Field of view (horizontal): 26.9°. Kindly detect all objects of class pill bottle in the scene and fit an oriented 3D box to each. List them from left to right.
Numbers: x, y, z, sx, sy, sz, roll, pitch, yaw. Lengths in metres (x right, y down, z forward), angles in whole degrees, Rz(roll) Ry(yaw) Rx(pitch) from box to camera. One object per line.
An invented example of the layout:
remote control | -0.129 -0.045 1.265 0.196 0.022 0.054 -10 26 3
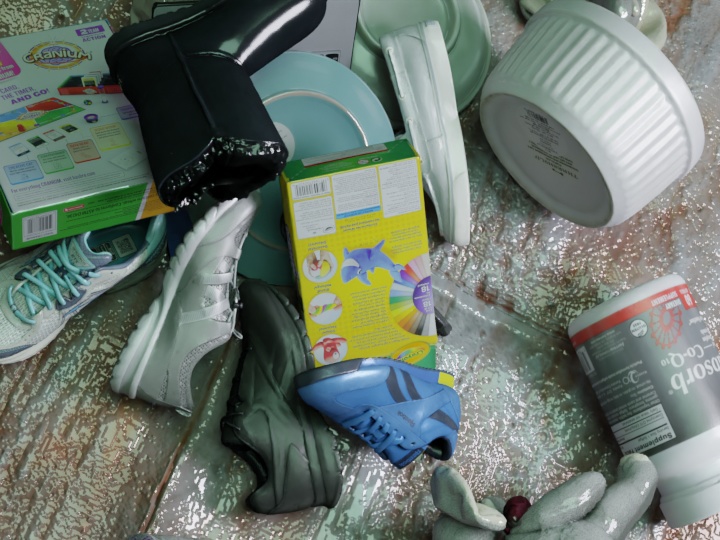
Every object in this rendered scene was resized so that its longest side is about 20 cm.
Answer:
pill bottle | 0.273 0.115 1.327 0.115 0.116 0.202 -20 80 -23

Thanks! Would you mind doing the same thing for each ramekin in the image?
ramekin | 0.197 -0.132 1.346 0.105 0.200 0.200 -43 89 -16

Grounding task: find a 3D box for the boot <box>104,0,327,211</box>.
boot | -0.090 -0.142 1.187 0.198 0.077 0.169 -22 59 -12

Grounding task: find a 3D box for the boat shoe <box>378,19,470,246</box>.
boat shoe | 0.057 -0.118 1.345 0.068 0.072 0.203 -10 104 4

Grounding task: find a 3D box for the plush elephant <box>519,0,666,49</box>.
plush elephant | 0.239 -0.289 1.432 0.162 0.200 0.157 4 93 -3

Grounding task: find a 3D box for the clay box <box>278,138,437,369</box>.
clay box | 0.000 0.000 1.257 0.113 0.048 0.202 -11 117 -10

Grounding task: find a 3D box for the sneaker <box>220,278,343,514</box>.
sneaker | -0.078 0.104 1.239 0.090 0.076 0.202 -12 75 -15

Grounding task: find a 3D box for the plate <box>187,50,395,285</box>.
plate | -0.056 -0.085 1.287 0.197 0.026 0.203 -4 101 -21

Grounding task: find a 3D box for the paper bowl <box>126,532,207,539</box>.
paper bowl | -0.126 0.295 1.085 0.103 0.200 0.203 9 69 -22

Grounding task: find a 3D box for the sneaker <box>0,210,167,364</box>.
sneaker | -0.240 -0.001 1.209 0.199 0.086 0.078 -37 86 -25

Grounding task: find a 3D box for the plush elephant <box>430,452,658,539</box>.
plush elephant | 0.129 0.231 1.234 0.153 0.167 0.199 20 23 27

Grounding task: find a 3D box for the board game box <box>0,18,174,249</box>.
board game box | -0.243 -0.117 1.226 0.151 0.041 0.201 -14 53 -24

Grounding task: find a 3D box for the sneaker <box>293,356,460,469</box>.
sneaker | 0.021 0.118 1.225 0.199 0.065 0.080 17 63 -53

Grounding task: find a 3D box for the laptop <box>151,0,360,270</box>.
laptop | -0.081 -0.118 1.290 0.185 0.202 0.116 -7 40 -21

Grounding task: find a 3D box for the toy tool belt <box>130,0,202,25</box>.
toy tool belt | -0.124 -0.277 1.339 0.122 0.124 0.202 29 63 -37

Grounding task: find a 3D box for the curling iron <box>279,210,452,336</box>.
curling iron | 0.006 -0.003 1.301 0.199 0.026 0.050 37 97 -26

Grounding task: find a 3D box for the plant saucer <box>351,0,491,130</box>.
plant saucer | 0.037 -0.232 1.401 0.197 0.050 0.203 6 71 -17

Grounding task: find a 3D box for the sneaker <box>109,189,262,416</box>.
sneaker | -0.126 0.024 1.232 0.081 0.075 0.202 29 90 -5
